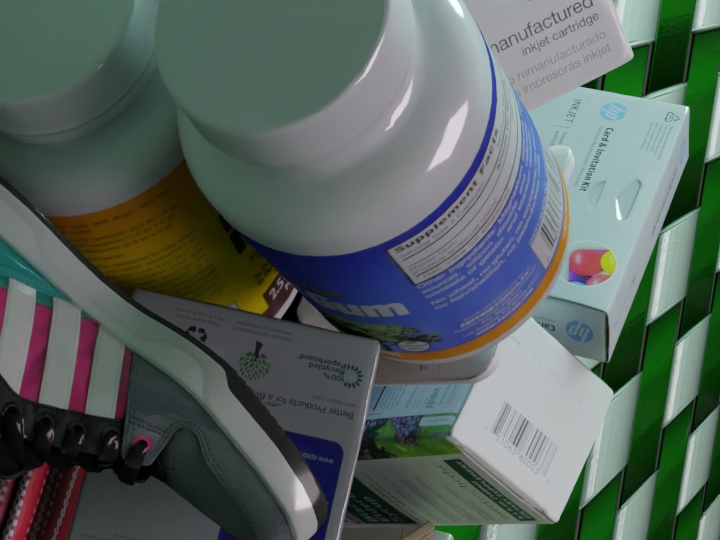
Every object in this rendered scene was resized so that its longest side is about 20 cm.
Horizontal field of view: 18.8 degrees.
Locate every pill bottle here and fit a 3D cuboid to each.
[{"bbox_3d":[0.001,-0.047,0.772,0.200,0.111,0.113,46,58,-62],"label":"pill bottle"},{"bbox_3d":[-0.092,-0.048,0.842,0.200,0.108,0.110,64,42,-60],"label":"pill bottle"}]

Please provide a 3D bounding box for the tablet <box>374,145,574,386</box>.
[{"bbox_3d":[0.000,0.000,1.017,0.014,0.199,0.131,49,52,-36],"label":"tablet"}]

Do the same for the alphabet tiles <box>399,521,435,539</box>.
[{"bbox_3d":[-0.049,0.188,1.061,0.199,0.006,0.166,-26,166,-48],"label":"alphabet tiles"}]

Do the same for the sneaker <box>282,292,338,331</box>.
[{"bbox_3d":[-0.031,-0.022,0.980,0.080,0.200,0.074,-28,122,-14],"label":"sneaker"}]

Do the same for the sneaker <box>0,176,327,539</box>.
[{"bbox_3d":[-0.118,0.056,0.742,0.121,0.200,0.084,-48,170,-23],"label":"sneaker"}]

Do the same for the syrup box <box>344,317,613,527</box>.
[{"bbox_3d":[0.026,0.078,1.103,0.079,0.199,0.082,40,62,-25],"label":"syrup box"}]

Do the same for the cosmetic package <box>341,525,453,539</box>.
[{"bbox_3d":[-0.024,0.232,1.209,0.073,0.103,0.201,80,27,-45],"label":"cosmetic package"}]

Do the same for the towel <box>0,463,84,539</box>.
[{"bbox_3d":[-0.097,0.110,0.873,0.200,0.022,0.146,60,42,-61],"label":"towel"}]

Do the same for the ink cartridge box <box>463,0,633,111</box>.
[{"bbox_3d":[0.005,-0.153,0.889,0.201,0.144,0.084,65,-3,-24],"label":"ink cartridge box"}]

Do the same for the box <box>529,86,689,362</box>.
[{"bbox_3d":[0.056,-0.040,1.132,0.041,0.198,0.157,81,27,-45],"label":"box"}]

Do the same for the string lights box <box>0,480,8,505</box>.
[{"bbox_3d":[-0.139,0.134,0.890,0.200,0.058,0.104,33,69,-70],"label":"string lights box"}]

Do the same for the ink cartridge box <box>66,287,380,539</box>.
[{"bbox_3d":[-0.060,0.113,0.796,0.039,0.098,0.202,98,6,-71],"label":"ink cartridge box"}]
